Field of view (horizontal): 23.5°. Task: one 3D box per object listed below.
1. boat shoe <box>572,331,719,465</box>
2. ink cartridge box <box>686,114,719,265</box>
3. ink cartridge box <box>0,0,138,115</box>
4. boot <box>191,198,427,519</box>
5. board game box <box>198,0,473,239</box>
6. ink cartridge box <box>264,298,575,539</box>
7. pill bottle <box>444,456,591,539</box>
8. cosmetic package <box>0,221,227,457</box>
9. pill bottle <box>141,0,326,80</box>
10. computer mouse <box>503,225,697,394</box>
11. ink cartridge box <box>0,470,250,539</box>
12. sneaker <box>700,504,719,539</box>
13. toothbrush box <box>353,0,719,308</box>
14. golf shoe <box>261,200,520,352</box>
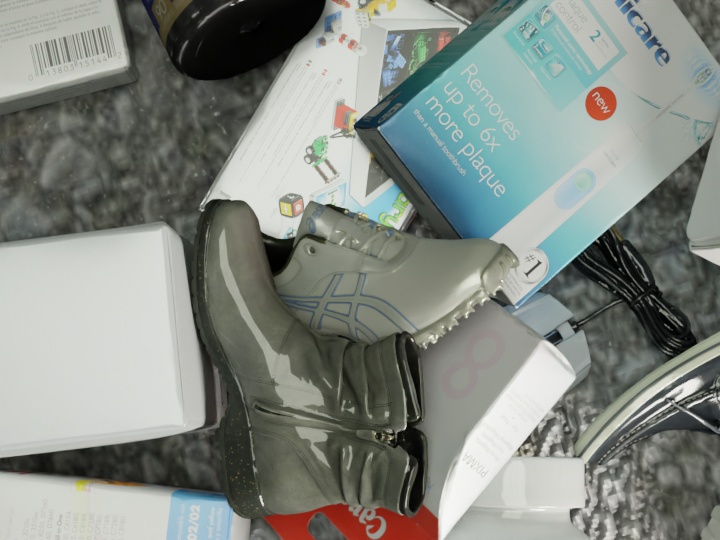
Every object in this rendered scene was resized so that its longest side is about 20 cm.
[{"bbox_3d":[0.229,0.078,1.108,0.199,0.075,0.063,-27,78,-5],"label":"boat shoe"},{"bbox_3d":[0.317,-0.045,1.067,0.199,0.083,0.148,23,77,-20],"label":"ink cartridge box"},{"bbox_3d":[-0.265,-0.193,1.171,0.198,0.045,0.178,-13,85,1],"label":"ink cartridge box"},{"bbox_3d":[-0.023,0.049,1.028,0.129,0.068,0.202,-9,90,25],"label":"boot"},{"bbox_3d":[-0.004,-0.093,1.154,0.126,0.035,0.201,31,87,4],"label":"board game box"},{"bbox_3d":[0.021,0.099,1.078,0.200,0.162,0.057,-47,125,-4],"label":"ink cartridge box"},{"bbox_3d":[0.093,0.217,1.082,0.108,0.110,0.202,1,84,3],"label":"pill bottle"},{"bbox_3d":[-0.194,0.050,1.067,0.197,0.200,0.124,-7,84,3],"label":"cosmetic package"},{"bbox_3d":[-0.111,-0.234,1.128,0.111,0.112,0.201,-28,73,0],"label":"pill bottle"},{"bbox_3d":[0.112,0.057,1.130,0.199,0.044,0.110,-34,85,-1],"label":"computer mouse"},{"bbox_3d":[-0.174,0.165,1.096,0.198,0.115,0.069,6,84,3],"label":"ink cartridge box"},{"bbox_3d":[0.294,0.146,1.100,0.201,0.080,0.077,-52,43,13],"label":"sneaker"},{"bbox_3d":[0.119,-0.098,1.101,0.200,0.085,0.147,-40,102,-6],"label":"toothbrush box"},{"bbox_3d":[0.000,0.000,1.057,0.199,0.078,0.098,-15,113,37],"label":"golf shoe"}]
